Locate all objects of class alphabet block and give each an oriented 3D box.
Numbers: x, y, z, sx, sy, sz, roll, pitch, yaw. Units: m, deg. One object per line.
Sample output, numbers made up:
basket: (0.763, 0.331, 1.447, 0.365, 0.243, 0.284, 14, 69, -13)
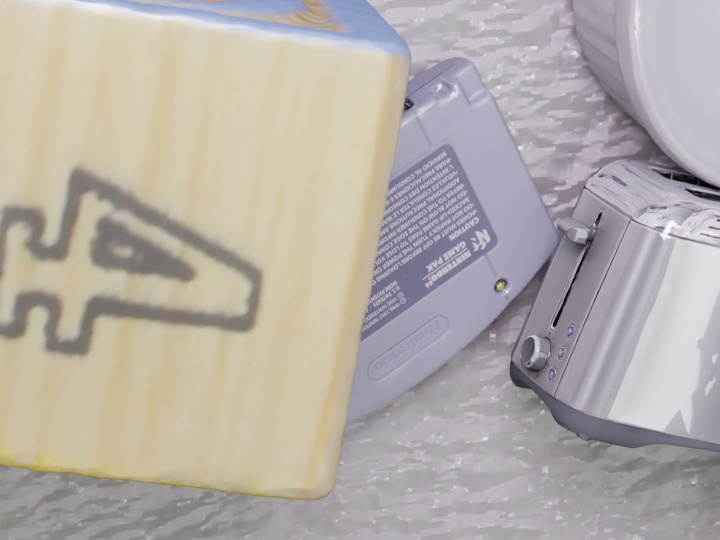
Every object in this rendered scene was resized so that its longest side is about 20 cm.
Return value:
alphabet block: (-0.102, -0.033, 1.163, 0.195, 0.195, 0.201, 8, 105, -11)

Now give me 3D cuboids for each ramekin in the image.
ramekin: (0.198, -0.145, 1.353, 0.201, 0.094, 0.203, -9, 111, -24)

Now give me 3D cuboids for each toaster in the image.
toaster: (0.181, 0.024, 1.361, 0.199, 0.114, 0.130, 12, 104, -22)

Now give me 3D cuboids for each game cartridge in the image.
game cartridge: (0.000, 0.000, 1.339, 0.200, 0.041, 0.133, -34, 116, -12)
